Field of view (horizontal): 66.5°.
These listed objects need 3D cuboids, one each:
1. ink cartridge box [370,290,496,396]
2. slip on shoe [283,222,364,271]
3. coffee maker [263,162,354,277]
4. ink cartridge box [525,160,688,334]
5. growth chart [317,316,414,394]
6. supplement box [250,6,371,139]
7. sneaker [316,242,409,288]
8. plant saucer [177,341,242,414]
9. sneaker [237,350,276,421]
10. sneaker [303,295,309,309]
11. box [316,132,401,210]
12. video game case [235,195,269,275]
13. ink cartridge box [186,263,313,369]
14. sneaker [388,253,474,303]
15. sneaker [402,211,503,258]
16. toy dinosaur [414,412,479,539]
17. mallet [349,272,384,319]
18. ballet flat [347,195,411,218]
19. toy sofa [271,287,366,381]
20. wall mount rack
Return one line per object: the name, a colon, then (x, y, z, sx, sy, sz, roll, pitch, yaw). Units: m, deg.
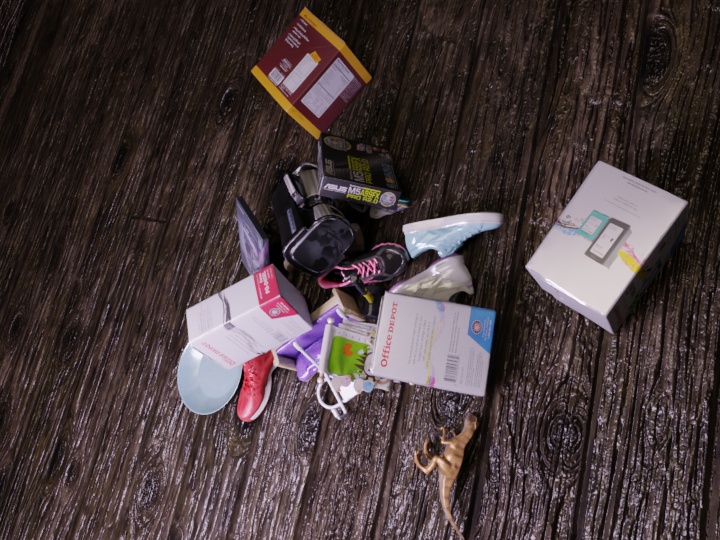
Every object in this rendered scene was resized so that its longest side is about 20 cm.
ink cartridge box: (0.124, 0.129, 0.964, 0.197, 0.085, 0.147, 10, 79, 5)
slip on shoe: (-0.079, -0.034, 1.194, 0.198, 0.076, 0.061, -25, 80, 16)
coffee maker: (-0.108, -0.085, 1.114, 0.194, 0.133, 0.201, -63, 30, 33)
ink cartridge box: (0.389, -0.031, 0.870, 0.146, 0.146, 0.201, 37, 95, 33)
growth chart: (0.017, 0.157, 1.022, 0.197, 0.018, 0.147, 6, 65, -14)
supplement box: (-0.119, -0.473, 1.320, 0.200, 0.132, 0.198, -45, 57, 10)
sneaker: (0.000, 0.000, 1.101, 0.197, 0.095, 0.080, -14, 99, 20)
plant saucer: (-0.339, 0.230, 1.272, 0.198, 0.039, 0.204, -10, 69, 28)
sneaker: (-0.239, 0.219, 1.171, 0.077, 0.115, 0.203, 14, 81, 32)
sneaker: (-0.219, 0.095, 1.205, 0.199, 0.108, 0.068, -26, 62, 20)
box: (-0.008, -0.205, 1.114, 0.201, 0.158, 0.045, -97, 22, -53)
video game case: (-0.239, -0.046, 1.231, 0.019, 0.202, 0.143, -20, 54, -24)
ink cartridge box: (-0.214, 0.095, 1.063, 0.198, 0.146, 0.084, -26, 54, 7)
sneaker: (0.123, 0.052, 1.041, 0.199, 0.075, 0.101, -32, 77, 26)
sneaker: (0.181, -0.064, 1.059, 0.197, 0.074, 0.083, -8, 93, 27)
toy dinosaur: (0.147, 0.340, 0.940, 0.105, 0.060, 0.203, 12, 80, 31)
mallet: (0.008, 0.051, 1.038, 0.040, 0.200, 0.067, 5, 81, 15)
ballet flat: (0.026, -0.151, 1.179, 0.199, 0.072, 0.073, 29, 89, 34)
toy sofa: (-0.086, 0.137, 1.130, 0.199, 0.083, 0.098, -37, 58, 15)
wall mount rack: (-0.032, 0.182, 1.076, 0.199, 0.074, 0.175, -37, 72, 14)
